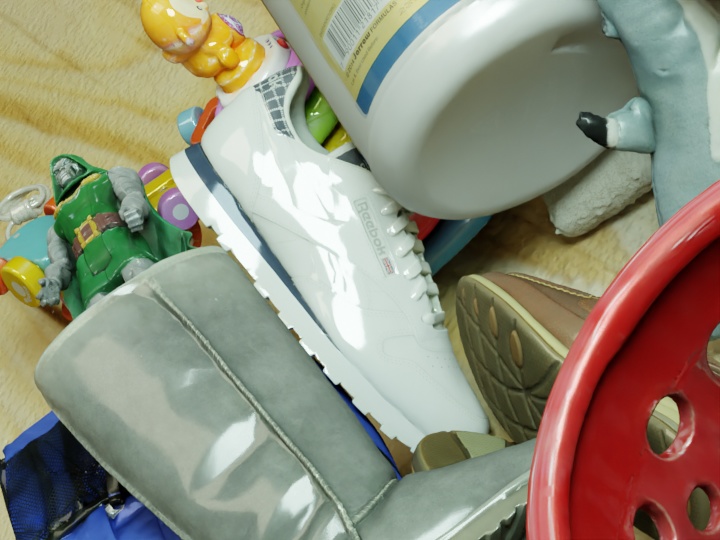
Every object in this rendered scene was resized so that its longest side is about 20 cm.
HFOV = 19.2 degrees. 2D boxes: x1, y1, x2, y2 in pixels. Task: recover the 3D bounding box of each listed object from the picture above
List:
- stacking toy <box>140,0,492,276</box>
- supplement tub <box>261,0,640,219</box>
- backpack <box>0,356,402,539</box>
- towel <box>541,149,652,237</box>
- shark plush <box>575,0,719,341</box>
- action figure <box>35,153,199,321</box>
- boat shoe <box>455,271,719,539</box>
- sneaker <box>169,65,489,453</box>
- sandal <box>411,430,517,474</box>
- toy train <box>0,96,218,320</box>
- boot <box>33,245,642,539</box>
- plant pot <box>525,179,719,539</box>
[{"bbox_3d":[-0.032,-0.078,1.049,0.110,0.200,0.116,-43,31,13],"label":"stacking toy"},{"bbox_3d":[0.030,-0.138,0.967,0.145,0.145,0.200,-41,58,16],"label":"supplement tub"},{"bbox_3d":[-0.057,0.134,0.919,0.168,0.162,0.200,-40,34,12],"label":"backpack"},{"bbox_3d":[0.113,-0.129,1.012,0.132,0.034,0.201,-35,62,33],"label":"towel"},{"bbox_3d":[0.128,-0.069,0.861,0.083,0.200,0.091,-34,29,-2],"label":"shark plush"},{"bbox_3d":[-0.128,0.000,1.104,0.118,0.055,0.200,-42,41,9],"label":"action figure"},{"bbox_3d":[0.109,0.050,0.892,0.067,0.072,0.200,-20,29,-23],"label":"boat shoe"},{"bbox_3d":[0.000,0.000,0.972,0.080,0.200,0.076,-40,-5,3],"label":"sneaker"},{"bbox_3d":[0.065,0.134,0.865,0.054,0.080,0.200,-61,32,26],"label":"sandal"},{"bbox_3d":[-0.125,-0.037,1.232,0.199,0.056,0.150,-25,26,19],"label":"toy train"},{"bbox_3d":[-0.009,0.061,0.837,0.181,0.073,0.200,-25,45,-19],"label":"boot"},{"bbox_3d":[0.180,0.083,0.661,0.200,0.182,0.201,-31,38,28],"label":"plant pot"}]
